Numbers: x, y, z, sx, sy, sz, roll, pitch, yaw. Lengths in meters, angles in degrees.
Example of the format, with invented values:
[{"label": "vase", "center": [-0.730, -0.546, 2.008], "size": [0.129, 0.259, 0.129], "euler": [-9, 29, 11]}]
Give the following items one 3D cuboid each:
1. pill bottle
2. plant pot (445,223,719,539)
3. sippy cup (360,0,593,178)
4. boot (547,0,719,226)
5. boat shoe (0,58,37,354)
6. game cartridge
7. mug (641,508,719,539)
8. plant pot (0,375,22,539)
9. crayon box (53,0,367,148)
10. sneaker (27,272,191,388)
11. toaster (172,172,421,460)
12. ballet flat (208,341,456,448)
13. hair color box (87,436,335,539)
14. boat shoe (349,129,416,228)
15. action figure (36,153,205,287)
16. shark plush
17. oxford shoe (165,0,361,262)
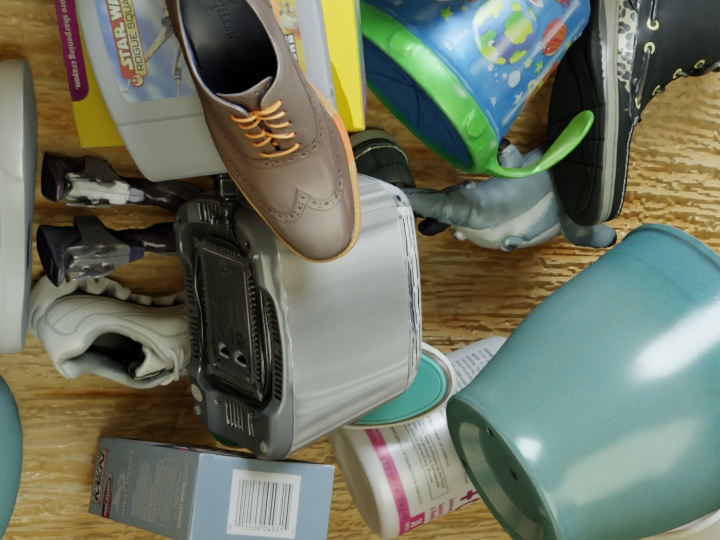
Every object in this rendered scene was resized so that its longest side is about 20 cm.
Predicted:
[{"label": "pill bottle", "center": [0.084, 0.119, 1.092], "size": [0.200, 0.113, 0.113], "euler": [-22, 127, -13]}, {"label": "plant pot", "center": [0.170, 0.099, 0.964], "size": [0.188, 0.200, 0.200], "euler": [-30, 129, -16]}, {"label": "sippy cup", "center": [0.073, -0.155, 0.911], "size": [0.130, 0.140, 0.178], "euler": [-45, 137, -5]}, {"label": "boot", "center": [0.213, -0.134, 0.984], "size": [0.154, 0.073, 0.204], "euler": [-3, 96, -25]}, {"label": "boat shoe", "center": [-0.236, -0.036, 0.886], "size": [0.057, 0.069, 0.200], "euler": [5, 115, -8]}, {"label": "game cartridge", "center": [-0.088, -0.148, 0.776], "size": [0.133, 0.042, 0.200], "euler": [-9, 115, 0]}, {"label": "mug", "center": [0.264, 0.193, 1.229], "size": [0.149, 0.187, 0.153], "euler": [-59, 141, -21]}, {"label": "plant pot", "center": [-0.317, 0.157, 0.934], "size": [0.200, 0.135, 0.200], "euler": [-11, 124, -17]}, {"label": "crayon box", "center": [-0.089, -0.177, 0.814], "size": [0.172, 0.058, 0.200], "euler": [-4, 115, 2]}, {"label": "sneaker", "center": [-0.130, 0.051, 0.981], "size": [0.200, 0.081, 0.075], "euler": [4, 118, -27]}, {"label": "toaster", "center": [-0.038, 0.014, 0.905], "size": [0.129, 0.114, 0.200], "euler": [-18, 112, -35]}, {"label": "ballet flat", "center": [-0.019, 0.084, 1.024], "size": [0.200, 0.069, 0.069], "euler": [-15, 132, 23]}, {"label": "hair color box", "center": [-0.109, 0.153, 0.982], "size": [0.099, 0.200, 0.061], "euler": [10, 82, -28]}, {"label": "boat shoe", "center": [0.000, 0.000, 1.014], "size": [0.073, 0.062, 0.200], "euler": [-4, 123, -25]}, {"label": "action figure", "center": [-0.113, -0.033, 0.942], "size": [0.200, 0.069, 0.130], "euler": [-2, 109, -27]}, {"label": "shark plush", "center": [0.095, -0.061, 1.005], "size": [0.200, 0.091, 0.083], "euler": [-4, 106, -27]}, {"label": "oxford shoe", "center": [-0.055, -0.082, 0.746], "size": [0.071, 0.073, 0.200], "euler": [-22, 113, 11]}]
